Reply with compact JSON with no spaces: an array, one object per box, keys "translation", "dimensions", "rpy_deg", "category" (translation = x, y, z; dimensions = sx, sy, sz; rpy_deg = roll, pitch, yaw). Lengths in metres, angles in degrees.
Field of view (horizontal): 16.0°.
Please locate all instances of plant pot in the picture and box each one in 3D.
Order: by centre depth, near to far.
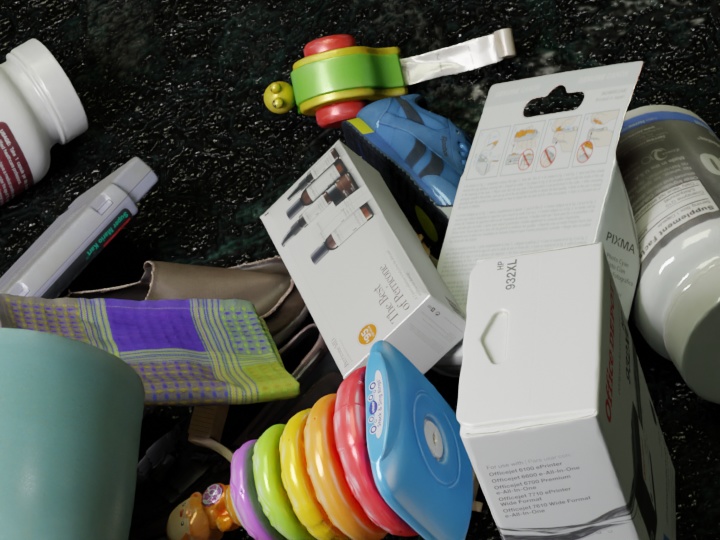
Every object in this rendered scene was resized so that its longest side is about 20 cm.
[{"translation":[-0.229,0.148,1.535],"dimensions":[0.199,0.201,0.162],"rpy_deg":[-10,63,15],"category":"plant pot"}]

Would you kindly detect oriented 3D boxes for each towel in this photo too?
[{"translation":[-0.147,0.050,1.663],"dimensions":[0.198,0.023,0.144],"rpy_deg":[3,22,-14],"category":"towel"}]

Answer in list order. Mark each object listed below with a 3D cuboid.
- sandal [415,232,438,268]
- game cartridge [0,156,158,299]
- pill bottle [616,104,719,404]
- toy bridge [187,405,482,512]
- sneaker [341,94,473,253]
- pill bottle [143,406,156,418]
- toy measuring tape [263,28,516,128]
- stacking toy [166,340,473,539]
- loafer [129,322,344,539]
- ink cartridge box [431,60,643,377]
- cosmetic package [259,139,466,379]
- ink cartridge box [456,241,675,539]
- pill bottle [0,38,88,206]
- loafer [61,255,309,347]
[{"translation":[0.021,-0.007,1.792],"dimensions":[0.080,0.054,0.200],"rpy_deg":[-29,46,-7],"category":"sandal"},{"translation":[-0.236,0.005,1.870],"dimensions":[0.200,0.038,0.129],"rpy_deg":[-49,15,-29],"category":"game cartridge"},{"translation":[0.217,-0.010,1.660],"dimensions":[0.113,0.114,0.200],"rpy_deg":[-23,39,-1],"category":"pill bottle"},{"translation":[-0.017,0.130,1.644],"dimensions":[0.198,0.027,0.068],"rpy_deg":[13,81,14],"category":"toy bridge"},{"translation":[0.060,-0.072,1.843],"dimensions":[0.078,0.066,0.200],"rpy_deg":[-27,39,-11],"category":"sneaker"},{"translation":[-0.227,0.117,1.726],"dimensions":[0.200,0.113,0.112],"rpy_deg":[-43,43,-23],"category":"pill bottle"},{"translation":[0.017,-0.153,1.945],"dimensions":[0.198,0.074,0.074],"rpy_deg":[-13,40,15],"category":"toy measuring tape"},{"translation":[-0.039,0.133,1.591],"dimensions":[0.199,0.110,0.117],"rpy_deg":[-20,49,23],"category":"stacking toy"},{"translation":[-0.091,0.106,1.713],"dimensions":[0.199,0.063,0.072],"rpy_deg":[-35,42,-15],"category":"loafer"},{"translation":[0.122,-0.030,1.668],"dimensions":[0.160,0.047,0.201],"rpy_deg":[-4,65,54],"category":"ink cartridge box"},{"translation":[0.000,0.000,1.720],"dimensions":[0.083,0.051,0.200],"rpy_deg":[-45,37,11],"category":"cosmetic package"},{"translation":[0.126,0.107,1.501],"dimensions":[0.083,0.201,0.146],"rpy_deg":[-10,41,15],"category":"ink cartridge box"},{"translation":[-0.318,-0.094,2.008],"dimensions":[0.199,0.113,0.113],"rpy_deg":[-33,40,-14],"category":"pill bottle"},{"translation":[-0.129,0.029,1.811],"dimensions":[0.198,0.071,0.073],"rpy_deg":[-17,39,7],"category":"loafer"}]
